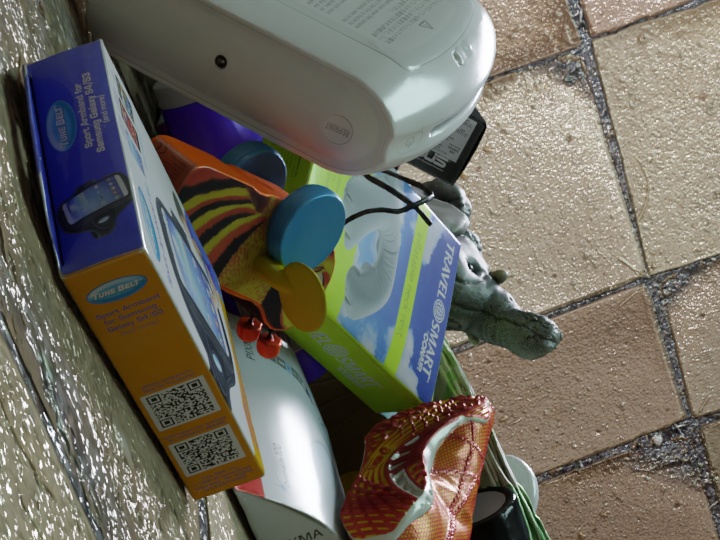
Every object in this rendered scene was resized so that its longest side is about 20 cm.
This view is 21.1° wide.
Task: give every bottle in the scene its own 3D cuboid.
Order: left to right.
[{"bbox_3d":[-0.071,-0.028,1.184,0.084,0.065,0.202,-63,136,-67],"label":"bottle"}]

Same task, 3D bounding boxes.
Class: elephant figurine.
[{"bbox_3d":[0.038,-0.003,1.353,0.200,0.154,0.143,-117,-170,-81],"label":"elephant figurine"}]

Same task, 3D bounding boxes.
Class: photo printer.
[{"bbox_3d":[-0.028,-0.132,1.067,0.166,0.199,0.070,-47,161,-54],"label":"photo printer"}]

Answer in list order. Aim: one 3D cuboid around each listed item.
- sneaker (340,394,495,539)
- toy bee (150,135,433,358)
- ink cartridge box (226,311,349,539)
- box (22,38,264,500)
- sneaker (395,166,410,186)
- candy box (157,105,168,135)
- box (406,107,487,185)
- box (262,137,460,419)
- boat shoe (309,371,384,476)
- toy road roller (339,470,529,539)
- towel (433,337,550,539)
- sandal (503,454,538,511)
[{"bbox_3d":[0.036,0.131,1.114,0.078,0.072,0.200,71,25,-17],"label":"sneaker"},{"bbox_3d":[-0.047,-0.004,1.011,0.110,0.198,0.131,-66,-148,15],"label":"toy bee"},{"bbox_3d":[-0.050,0.081,1.071,0.161,0.047,0.201,-106,178,-51],"label":"ink cartridge box"},{"bbox_3d":[-0.094,-0.003,0.828,0.201,0.041,0.120,72,1,-52],"label":"box"},{"bbox_3d":[-0.013,-0.081,1.322,0.201,0.081,0.071,-105,177,-52],"label":"sneaker"},{"bbox_3d":[-0.088,-0.081,1.315,0.200,0.060,0.137,-105,175,-66],"label":"candy box"},{"bbox_3d":[-0.022,-0.138,1.263,0.199,0.049,0.159,27,14,-12],"label":"box"},{"bbox_3d":[0.000,0.000,1.177,0.200,0.047,0.123,44,50,-47],"label":"box"},{"bbox_3d":[-0.017,0.129,1.333,0.069,0.073,0.202,-11,-84,68],"label":"boat shoe"},{"bbox_3d":[0.019,0.212,1.188,0.199,0.145,0.124,0,-66,53],"label":"toy road roller"},{"bbox_3d":[0.063,0.152,1.285,0.201,0.023,0.153,64,-29,26],"label":"towel"},{"bbox_3d":[0.079,0.219,1.359,0.059,0.208,0.079,6,34,-46],"label":"sandal"}]
